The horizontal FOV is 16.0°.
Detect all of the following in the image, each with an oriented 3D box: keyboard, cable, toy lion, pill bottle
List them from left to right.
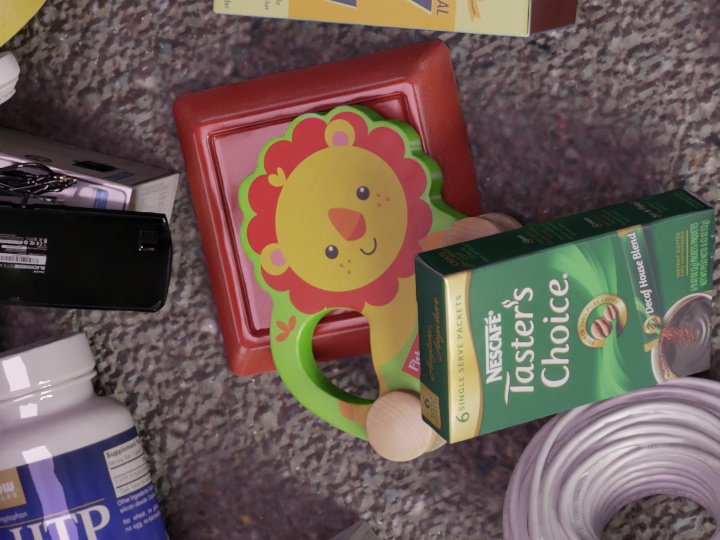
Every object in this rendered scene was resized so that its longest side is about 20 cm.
[{"bbox_3d":[-0.219,-0.028,1.645,0.199,0.040,0.104,4,122,-11],"label":"keyboard"},{"bbox_3d":[-0.204,0.149,1.753,0.119,0.120,0.201,-16,93,14],"label":"pill bottle"},{"bbox_3d":[0.000,0.000,1.685,0.191,0.069,0.200,26,102,16],"label":"toy lion"},{"bbox_3d":[0.190,0.163,1.637,0.200,0.069,0.200,-19,48,2],"label":"cable"}]

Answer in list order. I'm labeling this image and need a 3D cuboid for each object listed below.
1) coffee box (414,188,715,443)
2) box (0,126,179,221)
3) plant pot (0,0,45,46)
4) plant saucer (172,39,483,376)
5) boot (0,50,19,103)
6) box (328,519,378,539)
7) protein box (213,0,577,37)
[{"bbox_3d":[0.132,0.028,1.629,0.200,0.044,0.123,-13,117,-23],"label":"coffee box"},{"bbox_3d":[-0.236,-0.057,1.736,0.199,0.117,0.060,15,100,12],"label":"box"},{"bbox_3d":[-0.285,-0.217,1.705,0.200,0.200,0.142,-36,114,15],"label":"plant pot"},{"bbox_3d":[-0.019,-0.038,1.730,0.199,0.037,0.201,-11,95,14],"label":"plant saucer"},{"bbox_3d":[-0.289,-0.060,1.662,0.200,0.074,0.096,-27,101,15],"label":"boot"},{"bbox_3d":[-0.062,0.272,1.739,0.200,0.112,0.101,-33,90,15],"label":"box"},{"bbox_3d":[0.031,-0.223,1.609,0.198,0.200,0.135,6,98,12],"label":"protein box"}]
